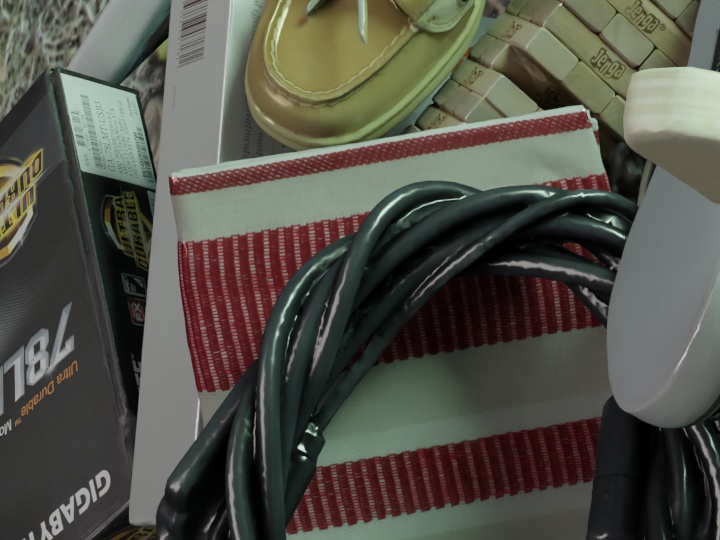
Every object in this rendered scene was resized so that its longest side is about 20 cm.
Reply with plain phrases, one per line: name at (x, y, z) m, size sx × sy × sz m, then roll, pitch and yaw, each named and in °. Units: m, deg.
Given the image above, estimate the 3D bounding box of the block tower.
block tower at (0.060, -0.053, 0.775) m, size 0.200 × 0.058 × 0.054 m, roll -49°, pitch 16°, yaw 2°

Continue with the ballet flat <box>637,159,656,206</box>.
ballet flat at (0.116, 0.043, 0.736) m, size 0.064 × 0.067 × 0.201 m, roll 129°, pitch 139°, yaw -52°

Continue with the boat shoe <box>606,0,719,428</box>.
boat shoe at (0.126, -0.034, 0.683) m, size 0.069 × 0.056 × 0.201 m, roll -42°, pitch 24°, yaw 55°

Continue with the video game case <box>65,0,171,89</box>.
video game case at (-0.035, -0.177, 0.957) m, size 0.200 × 0.023 × 0.182 m, roll -50°, pitch 2°, yaw 36°

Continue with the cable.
cable at (0.033, 0.064, 0.686) m, size 0.163 × 0.051 × 0.200 m, roll 34°, pitch 81°, yaw 24°

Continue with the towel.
towel at (0.021, 0.054, 0.751) m, size 0.023 × 0.143 × 0.201 m, roll -126°, pitch 27°, yaw -79°

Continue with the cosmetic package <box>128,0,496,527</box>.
cosmetic package at (0.000, 0.000, 0.840) m, size 0.052 × 0.150 × 0.201 m, roll -10°, pitch 73°, yaw 56°

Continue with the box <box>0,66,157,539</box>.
box at (-0.143, 0.055, 0.931) m, size 0.200 × 0.050 × 0.199 m, roll -41°, pitch 49°, yaw 37°

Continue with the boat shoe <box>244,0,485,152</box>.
boat shoe at (0.021, -0.131, 0.782) m, size 0.073 × 0.063 × 0.200 m, roll 26°, pitch 74°, yaw 15°

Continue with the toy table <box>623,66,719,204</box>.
toy table at (0.163, -0.012, 0.594) m, size 0.117 × 0.184 × 0.201 m, roll -3°, pitch 58°, yaw 40°
